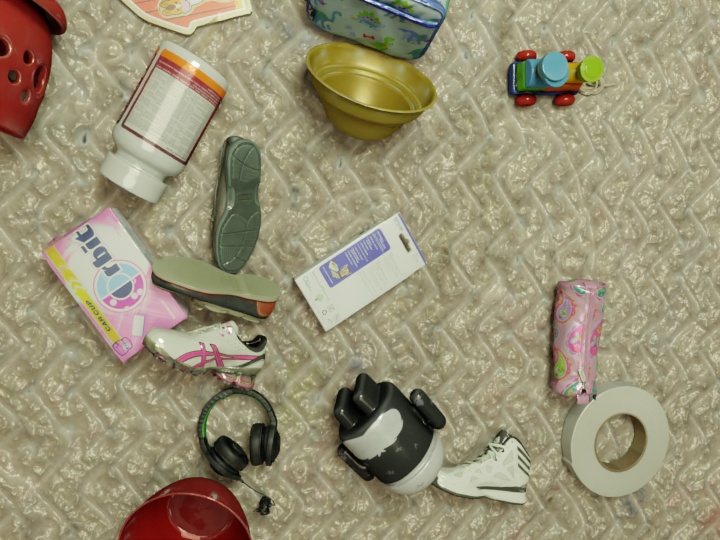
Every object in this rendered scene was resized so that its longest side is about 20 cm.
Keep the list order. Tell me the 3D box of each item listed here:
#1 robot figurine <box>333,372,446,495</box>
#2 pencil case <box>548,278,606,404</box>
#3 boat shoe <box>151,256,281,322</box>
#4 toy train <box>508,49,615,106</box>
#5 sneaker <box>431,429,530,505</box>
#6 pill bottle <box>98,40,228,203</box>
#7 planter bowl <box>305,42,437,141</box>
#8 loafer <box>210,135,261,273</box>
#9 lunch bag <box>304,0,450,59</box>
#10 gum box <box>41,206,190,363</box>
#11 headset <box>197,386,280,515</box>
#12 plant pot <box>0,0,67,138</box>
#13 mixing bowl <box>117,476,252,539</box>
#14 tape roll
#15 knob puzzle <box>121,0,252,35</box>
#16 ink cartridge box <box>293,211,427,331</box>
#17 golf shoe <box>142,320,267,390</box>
[{"bbox_3d":[0.045,0.259,0.987,0.200,0.150,0.125,47,57,-12],"label":"robot figurine"},{"bbox_3d":[0.368,0.116,1.053,0.085,0.087,0.205,2,95,-11],"label":"pencil case"},{"bbox_3d":[-0.214,0.033,0.915,0.197,0.072,0.063,14,124,-33],"label":"boat shoe"},{"bbox_3d":[0.346,-0.310,0.983,0.195,0.116,0.087,-3,98,-11],"label":"toy train"},{"bbox_3d":[0.203,0.323,1.058,0.197,0.075,0.118,14,85,-20],"label":"sneaker"},{"bbox_3d":[-0.278,-0.205,0.874,0.108,0.110,0.202,30,91,-13],"label":"pill bottle"},{"bbox_3d":[0.007,-0.250,0.916,0.196,0.202,0.084,11,130,-12],"label":"planter bowl"},{"bbox_3d":[-0.189,-0.100,0.935,0.071,0.063,0.204,-3,113,-37],"label":"loafer"},{"bbox_3d":[0.023,-0.389,0.883,0.196,0.161,0.084,18,77,-12],"label":"lunch bag"},{"bbox_3d":[-0.353,0.014,0.905,0.113,0.066,0.202,-34,102,-7],"label":"gum box"},{"bbox_3d":[-0.179,0.284,0.982,0.121,0.094,0.204,-19,85,-4],"label":"headset"},{"bbox_3d":[-0.489,-0.293,0.781,0.197,0.200,0.186,22,84,-13],"label":"plant pot"},{"bbox_3d":[-0.251,0.391,0.938,0.195,0.109,0.205,-1,106,-2],"label":"mixing bowl"},{"bbox_3d":[0.456,0.302,1.115,0.198,0.037,0.208,-1,97,-12],"label":"tape roll"},{"bbox_3d":[-0.272,-0.442,0.889,0.215,0.030,0.225,-1,97,-11],"label":"knob puzzle"},{"bbox_3d":[0.000,0.000,0.989,0.198,0.039,0.101,-32,101,-5],"label":"ink cartridge box"},{"bbox_3d":[-0.225,0.109,0.918,0.199,0.072,0.094,27,86,-44],"label":"golf shoe"}]
